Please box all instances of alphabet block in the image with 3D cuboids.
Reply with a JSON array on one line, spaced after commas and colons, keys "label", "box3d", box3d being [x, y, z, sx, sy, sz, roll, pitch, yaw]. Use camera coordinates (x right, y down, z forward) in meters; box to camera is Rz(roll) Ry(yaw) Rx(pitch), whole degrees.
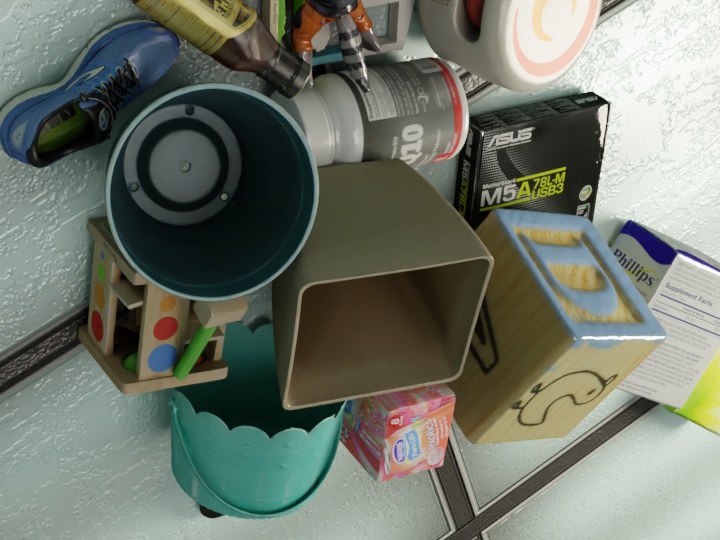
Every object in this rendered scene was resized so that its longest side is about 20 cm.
[{"label": "alphabet block", "box3d": [0.202, 0.067, 1.758, 0.194, 0.197, 0.200, 3, 137, -43]}]

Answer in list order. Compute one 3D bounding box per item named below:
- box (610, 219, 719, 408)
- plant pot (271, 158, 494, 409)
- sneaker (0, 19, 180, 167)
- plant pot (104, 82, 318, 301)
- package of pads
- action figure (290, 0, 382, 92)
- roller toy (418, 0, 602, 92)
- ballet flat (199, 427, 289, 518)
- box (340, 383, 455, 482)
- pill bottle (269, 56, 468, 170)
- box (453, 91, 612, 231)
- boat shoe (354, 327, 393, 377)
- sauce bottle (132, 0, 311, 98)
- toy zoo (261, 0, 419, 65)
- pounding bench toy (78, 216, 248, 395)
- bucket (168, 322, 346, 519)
[{"label": "box", "box3d": [0.396, 0.061, 1.993, 0.183, 0.105, 0.201, 19, 105, -41]}, {"label": "plant pot", "box3d": [0.000, 0.000, 1.524, 0.197, 0.178, 0.201, -8, 141, -17]}, {"label": "sneaker", "box3d": [-0.249, -0.161, 1.418, 0.200, 0.089, 0.079, -40, 133, -11]}, {"label": "plant pot", "box3d": [-0.157, -0.091, 1.439, 0.198, 0.188, 0.203, -4, 104, -15]}, {"label": "package of pads", "box3d": [0.534, 0.135, 2.174, 0.154, 0.068, 0.201, 27, 101, -41]}, {"label": "action figure", "box3d": [-0.001, -0.288, 1.482, 0.198, 0.105, 0.195, -21, 137, -20]}, {"label": "roller toy", "box3d": [0.157, -0.297, 1.589, 0.183, 0.139, 0.201, -48, 139, -15]}, {"label": "ballet flat", "box3d": [-0.112, 0.231, 1.771, 0.200, 0.068, 0.068, -48, 134, -1]}, {"label": "box", "box3d": [0.014, 0.140, 1.713, 0.094, 0.200, 0.104, -9, 125, -30]}, {"label": "pill bottle", "box3d": [0.006, -0.159, 1.584, 0.198, 0.114, 0.115, -14, 124, -28]}, {"label": "box", "box3d": [0.205, -0.108, 1.803, 0.198, 0.048, 0.195, -14, 127, -28]}, {"label": "boat shoe", "box3d": [-0.028, 0.069, 1.642, 0.067, 0.200, 0.073, -4, 125, -26]}, {"label": "sauce bottle", "box3d": [-0.136, -0.238, 1.435, 0.199, 0.066, 0.066, 32, 97, -27]}, {"label": "toy zoo", "box3d": [-0.012, -0.286, 1.556, 0.198, 0.020, 0.132, -15, 125, -28]}, {"label": "pounding bench toy", "box3d": [-0.192, 0.055, 1.516, 0.123, 0.200, 0.158, -7, 120, -32]}, {"label": "bucket", "box3d": [-0.118, 0.168, 1.646, 0.205, 0.207, 0.136, -10, 127, -30]}]
